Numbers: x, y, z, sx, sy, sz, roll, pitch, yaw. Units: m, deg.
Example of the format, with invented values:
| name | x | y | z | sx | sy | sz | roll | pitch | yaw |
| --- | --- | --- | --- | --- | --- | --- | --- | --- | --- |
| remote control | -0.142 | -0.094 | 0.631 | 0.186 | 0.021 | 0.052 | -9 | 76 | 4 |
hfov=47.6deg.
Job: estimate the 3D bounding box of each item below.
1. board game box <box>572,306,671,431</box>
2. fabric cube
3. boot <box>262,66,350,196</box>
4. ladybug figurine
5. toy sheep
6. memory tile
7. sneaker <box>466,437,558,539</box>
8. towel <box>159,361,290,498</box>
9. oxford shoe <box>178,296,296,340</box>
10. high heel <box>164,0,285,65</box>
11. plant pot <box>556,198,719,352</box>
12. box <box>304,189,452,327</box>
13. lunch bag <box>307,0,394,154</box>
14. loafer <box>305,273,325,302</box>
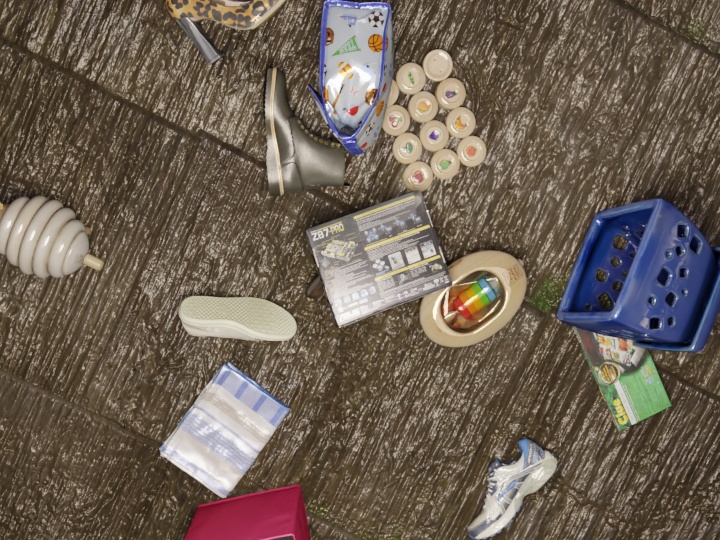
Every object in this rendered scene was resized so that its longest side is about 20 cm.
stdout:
| name | x | y | z | sx | sy | sz | roll | pitch | yaw |
| --- | --- | --- | --- | --- | --- | --- | --- | --- | --- |
| board game box | 0.449 | 0.164 | 1.402 | 0.103 | 0.023 | 0.203 | -24 | 96 | -1 |
| fabric cube | -0.175 | 0.499 | 1.338 | 0.192 | 0.199 | 0.204 | -12 | 97 | -1 |
| boot | -0.088 | -0.227 | 1.322 | 0.135 | 0.078 | 0.204 | -4 | 109 | -6 |
| ladybug figurine | 0.186 | 0.043 | 1.355 | 0.198 | 0.072 | 0.137 | -32 | 96 | 3 |
| toy sheep | -0.499 | -0.051 | 1.295 | 0.197 | 0.138 | 0.140 | 20 | 96 | -4 |
| memory tile | 0.112 | -0.246 | 1.346 | 0.151 | 0.017 | 0.203 | -23 | 97 | 1 |
| sneaker | 0.244 | 0.372 | 1.405 | 0.085 | 0.077 | 0.200 | 43 | 87 | 4 |
| towel | -0.233 | 0.275 | 1.397 | 0.146 | 0.024 | 0.201 | 37 | 94 | -6 |
| oxford shoe | -0.205 | 0.086 | 1.361 | 0.196 | 0.076 | 0.058 | 7 | 139 | -10 |
| high heel | -0.209 | -0.441 | 1.283 | 0.198 | 0.072 | 0.143 | -35 | 103 | 12 |
| plant pot | 0.456 | 0.022 | 1.290 | 0.177 | 0.200 | 0.203 | 24 | 83 | -11 |
| box | 0.028 | -0.018 | 1.288 | 0.197 | 0.049 | 0.164 | -20 | 88 | -7 |
| lunch bag | -0.011 | -0.287 | 1.250 | 0.121 | 0.170 | 0.204 | 3 | 91 | 6 |
| loafer | 0.000 | 0.000 | 1.344 | 0.198 | 0.073 | 0.072 | -32 | 95 | 2 |
